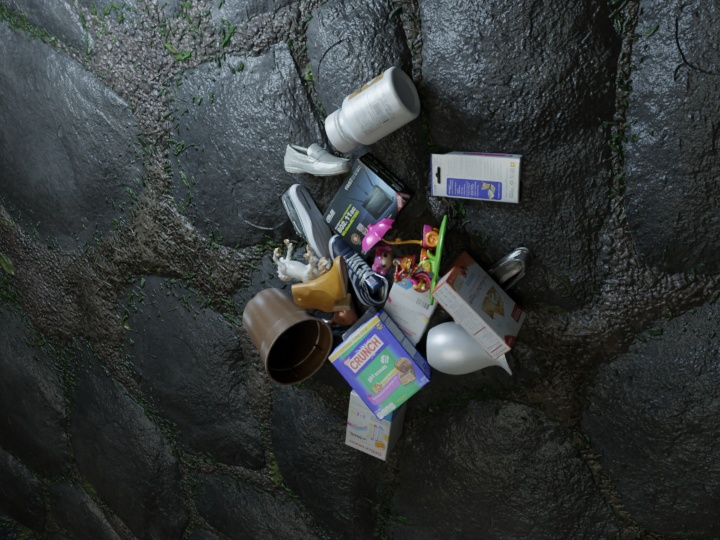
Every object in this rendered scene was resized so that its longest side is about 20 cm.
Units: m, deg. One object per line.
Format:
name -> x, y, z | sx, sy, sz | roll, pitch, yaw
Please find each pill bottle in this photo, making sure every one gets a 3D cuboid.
pill bottle -> 0.023, -0.340, 1.357 | 0.197, 0.114, 0.116 | -24, 101, 34

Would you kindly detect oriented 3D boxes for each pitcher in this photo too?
pitcher -> 0.257, 0.159, 1.475 | 0.195, 0.121, 0.176 | 0, 100, 17

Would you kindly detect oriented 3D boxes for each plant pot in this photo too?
plant pot -> -0.204, 0.159, 1.652 | 0.198, 0.197, 0.204 | 41, 132, 43

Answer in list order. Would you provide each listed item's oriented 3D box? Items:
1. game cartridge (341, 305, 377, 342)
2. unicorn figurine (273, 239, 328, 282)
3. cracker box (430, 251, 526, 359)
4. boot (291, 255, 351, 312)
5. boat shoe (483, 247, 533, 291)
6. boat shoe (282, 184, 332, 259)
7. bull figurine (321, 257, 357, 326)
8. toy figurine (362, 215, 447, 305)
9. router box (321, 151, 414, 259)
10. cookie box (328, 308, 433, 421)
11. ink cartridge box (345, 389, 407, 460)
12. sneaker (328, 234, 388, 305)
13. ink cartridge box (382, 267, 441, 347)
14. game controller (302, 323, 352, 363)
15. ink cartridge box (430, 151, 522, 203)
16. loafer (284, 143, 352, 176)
game cartridge -> 0.050, 0.210, 1.610 | 0.133, 0.041, 0.201 | -42, 90, -4
unicorn figurine -> -0.167, -0.012, 1.588 | 0.198, 0.074, 0.139 | 30, 143, 31
cracker box -> 0.258, 0.073, 1.355 | 0.200, 0.134, 0.058 | 45, 131, -2
boot -> -0.098, 0.039, 1.510 | 0.140, 0.072, 0.203 | 1, 143, 6
boat shoe -> 0.305, 0.022, 1.411 | 0.067, 0.057, 0.200 | 46, 126, 1
boat shoe -> -0.133, -0.117, 1.585 | 0.070, 0.071, 0.204 | -24, 89, 42
bull figurine -> -0.070, 0.052, 1.626 | 0.119, 0.065, 0.205 | -9, 102, 39
toy figurine -> 0.092, -0.036, 1.409 | 0.179, 0.150, 0.205 | 9, 102, 7
router box -> 0.015, -0.151, 1.483 | 0.149, 0.062, 0.201 | 41, 125, 7
cookie box -> 0.049, 0.228, 1.522 | 0.171, 0.075, 0.201 | -41, 89, 16
ink cartridge box -> 0.044, 0.397, 1.689 | 0.126, 0.125, 0.204 | 17, 119, 20
sneaker -> 0.000, 0.000, 1.531 | 0.202, 0.070, 0.108 | 59, 164, -14
ink cartridge box -> 0.121, 0.092, 1.537 | 0.114, 0.068, 0.203 | 29, 123, 13
game controller -> -0.080, 0.197, 1.691 | 0.196, 0.042, 0.107 | -3, 91, 36
ink cartridge box -> 0.248, -0.203, 1.349 | 0.195, 0.037, 0.097 | 7, 117, 23
loafer -> -0.104, -0.264, 1.483 | 0.196, 0.069, 0.072 | 11, 111, 33
